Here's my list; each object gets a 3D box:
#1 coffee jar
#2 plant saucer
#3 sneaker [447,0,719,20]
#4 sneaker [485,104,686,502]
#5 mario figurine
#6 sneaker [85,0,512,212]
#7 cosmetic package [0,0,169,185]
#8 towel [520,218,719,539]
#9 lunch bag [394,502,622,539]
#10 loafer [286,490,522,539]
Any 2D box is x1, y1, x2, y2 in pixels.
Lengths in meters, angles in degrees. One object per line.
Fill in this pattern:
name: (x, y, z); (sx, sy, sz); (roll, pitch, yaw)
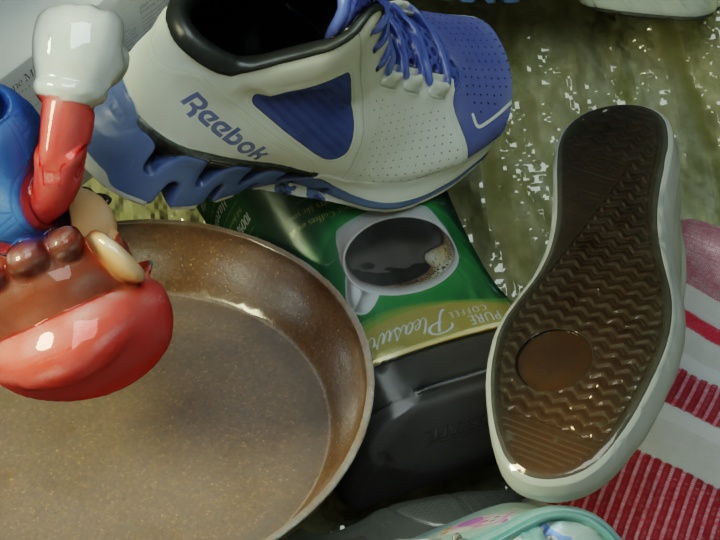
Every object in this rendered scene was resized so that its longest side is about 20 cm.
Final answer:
coffee jar: (0.000, 0.000, 1.153); (0.104, 0.085, 0.200); (-15, 63, -22)
plant saucer: (-0.093, 0.059, 1.061); (0.200, 0.035, 0.201); (-2, 43, 2)
sneaker: (0.071, -0.165, 1.221); (0.199, 0.077, 0.085); (2, 105, -19)
sneaker: (0.101, 0.028, 1.088); (0.073, 0.085, 0.200); (3, 45, 18)
mario figurine: (-0.136, -0.039, 1.013); (0.106, 0.200, 0.123); (-44, 29, -24)
sneaker: (-0.008, -0.084, 1.071); (0.199, 0.115, 0.081); (-8, 60, -38)
cosmetic package: (-0.094, -0.108, 1.115); (0.051, 0.083, 0.200); (33, 60, 29)
towel: (0.161, 0.070, 1.131); (0.144, 0.023, 0.200); (25, 50, 12)
lunch bag: (0.055, 0.189, 1.026); (0.160, 0.077, 0.201); (-22, 92, -12)
loafer: (0.018, 0.136, 1.105); (0.199, 0.063, 0.072); (-5, 34, -20)
